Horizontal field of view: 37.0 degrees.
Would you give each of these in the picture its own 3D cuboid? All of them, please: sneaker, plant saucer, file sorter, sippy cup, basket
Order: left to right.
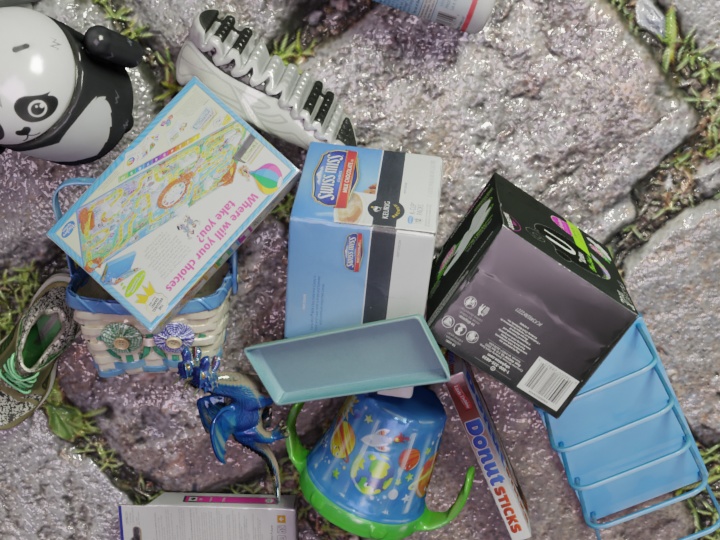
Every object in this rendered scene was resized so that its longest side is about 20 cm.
[{"bbox_3d":[-0.351,0.092,1.127,0.077,0.089,0.200,31,107,-6],"label":"sneaker"},{"bbox_3d":[-0.200,0.001,1.061,0.175,0.139,0.201,-3,110,2],"label":"basket"},{"bbox_3d":[-0.091,-0.164,1.046,0.200,0.075,0.081,38,122,-8],"label":"sneaker"},{"bbox_3d":[-0.013,0.080,0.973,0.199,0.019,0.070,-13,116,34],"label":"plant saucer"},{"bbox_3d":[0.021,0.179,1.096,0.177,0.140,0.131,12,112,-25],"label":"sippy cup"},{"bbox_3d":[0.266,0.176,1.096,0.138,0.123,0.201,-23,105,11],"label":"file sorter"}]

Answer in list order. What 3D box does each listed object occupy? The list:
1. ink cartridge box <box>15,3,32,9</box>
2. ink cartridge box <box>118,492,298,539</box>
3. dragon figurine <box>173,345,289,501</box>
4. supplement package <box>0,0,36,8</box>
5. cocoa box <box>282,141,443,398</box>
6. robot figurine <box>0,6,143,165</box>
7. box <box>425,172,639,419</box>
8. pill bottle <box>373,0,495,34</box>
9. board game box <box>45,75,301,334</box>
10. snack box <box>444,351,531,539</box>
[{"bbox_3d":[-0.440,-0.238,1.032,0.199,0.083,0.147,25,107,-4],"label":"ink cartridge box"},{"bbox_3d":[-0.168,0.299,1.209,0.199,0.037,0.095,0,108,1],"label":"ink cartridge box"},{"bbox_3d":[-0.127,0.149,1.067,0.099,0.059,0.201,-15,126,-21],"label":"dragon figurine"},{"bbox_3d":[-0.341,-0.358,0.952,0.200,0.151,0.152,42,106,-9],"label":"supplement package"},{"bbox_3d":[0.000,0.000,1.024,0.130,0.134,0.201,7,128,2],"label":"cocoa box"},{"bbox_3d":[-0.285,-0.162,0.982,0.124,0.200,0.151,24,92,16],"label":"robot figurine"},{"bbox_3d":[0.154,0.016,1.011,0.148,0.200,0.125,33,108,-6],"label":"box"},{"bbox_3d":[0.032,-0.295,0.970,0.199,0.109,0.109,18,108,-3],"label":"pill bottle"},{"bbox_3d":[-0.170,-0.060,0.993,0.134,0.034,0.200,42,85,5],"label":"board game box"},{"bbox_3d":[0.133,0.183,1.132,0.024,0.072,0.201,-20,105,12],"label":"snack box"}]
